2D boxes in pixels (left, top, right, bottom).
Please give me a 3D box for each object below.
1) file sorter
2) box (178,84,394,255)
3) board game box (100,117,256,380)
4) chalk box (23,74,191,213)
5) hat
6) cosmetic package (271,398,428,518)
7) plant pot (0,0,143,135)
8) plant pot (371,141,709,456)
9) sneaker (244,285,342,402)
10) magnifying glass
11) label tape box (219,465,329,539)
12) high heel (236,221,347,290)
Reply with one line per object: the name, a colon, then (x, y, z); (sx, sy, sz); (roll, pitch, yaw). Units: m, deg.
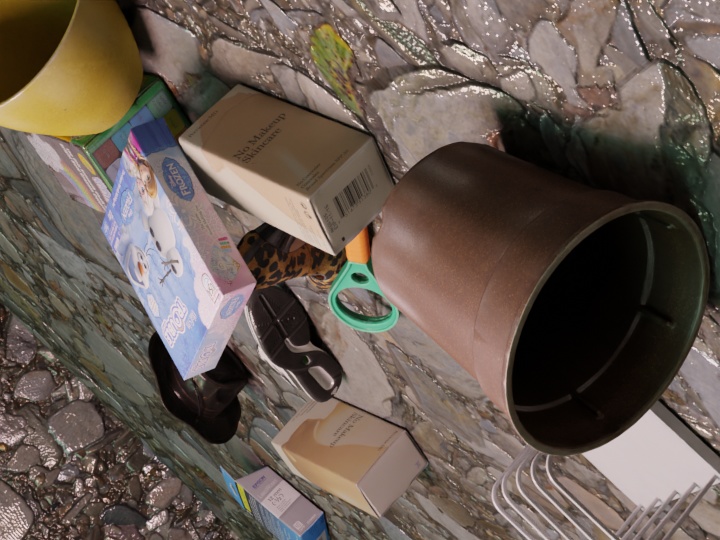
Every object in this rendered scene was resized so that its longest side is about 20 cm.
file sorter: (0.222, 0.199, 1.408); (0.139, 0.125, 0.200); (43, 161, 4)
box: (-0.072, -0.099, 1.436); (0.200, 0.095, 0.078); (25, 151, 41)
board game box: (-0.190, -0.018, 1.527); (0.200, 0.043, 0.200); (58, 151, 17)
chalk box: (-0.262, -0.141, 1.685); (0.200, 0.124, 0.125); (20, 148, 47)
hat: (-0.223, 0.155, 2.241); (0.201, 0.081, 0.201); (45, -153, -30)
cosmetic package: (-0.017, 0.241, 1.993); (0.200, 0.105, 0.071); (15, 146, 51)
plant pot: (-0.310, -0.218, 1.563); (0.200, 0.201, 0.142); (23, 172, 45)
plant pot: (0.122, 0.004, 1.140); (0.198, 0.200, 0.201); (35, 160, 44)
sneaker: (-0.113, 0.085, 1.908); (0.115, 0.076, 0.201); (19, 151, 46)
magnifying glass: (0.000, 0.000, 1.567); (0.079, 0.022, 0.201); (9, 142, 13)
label tape box: (-0.150, 0.414, 2.658); (0.200, 0.066, 0.144); (39, 159, 23)
high heel: (-0.082, 0.002, 1.579); (0.071, 0.143, 0.200); (34, 158, 21)
